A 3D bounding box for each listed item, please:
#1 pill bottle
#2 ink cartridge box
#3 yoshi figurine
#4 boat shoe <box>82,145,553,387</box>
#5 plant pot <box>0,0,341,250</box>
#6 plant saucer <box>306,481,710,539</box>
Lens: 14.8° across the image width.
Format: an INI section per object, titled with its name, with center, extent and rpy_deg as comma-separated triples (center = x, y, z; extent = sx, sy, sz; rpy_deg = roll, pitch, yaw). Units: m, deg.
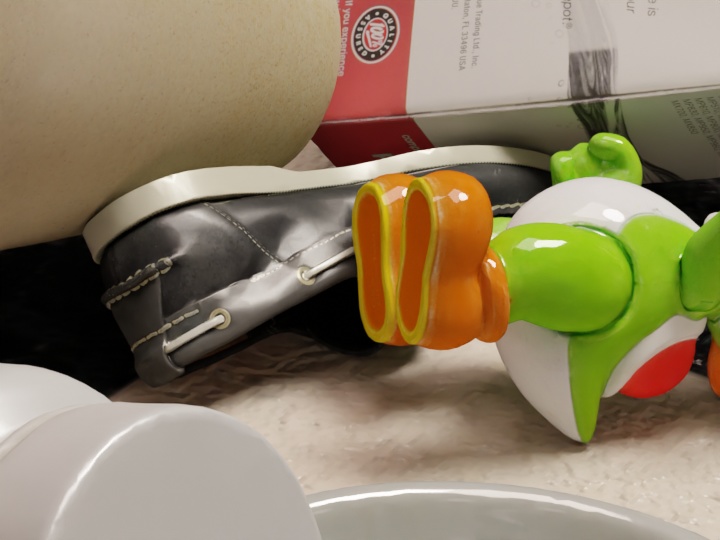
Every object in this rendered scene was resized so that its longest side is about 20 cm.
[pill bottle]
center = -0.111, 0.078, 0.657
extent = 0.200, 0.114, 0.114
rpy_deg = -2, 17, 41
[ink cartridge box]
center = 0.089, -0.109, 1.025
extent = 0.199, 0.083, 0.147
rpy_deg = -4, 66, 23
[yoshi figurine]
center = 0.104, -0.020, 0.913
extent = 0.199, 0.112, 0.113
rpy_deg = 0, 50, -16
[boat shoe]
center = 0.000, 0.000, 0.969
extent = 0.200, 0.072, 0.068
rpy_deg = -8, 66, -36
[plant pot]
center = -0.109, -0.086, 0.953
extent = 0.200, 0.188, 0.187
rpy_deg = 6, 17, -46
[plant saucer]
center = 0.029, 0.124, 0.715
extent = 0.199, 0.050, 0.200
rpy_deg = 3, 27, -1
